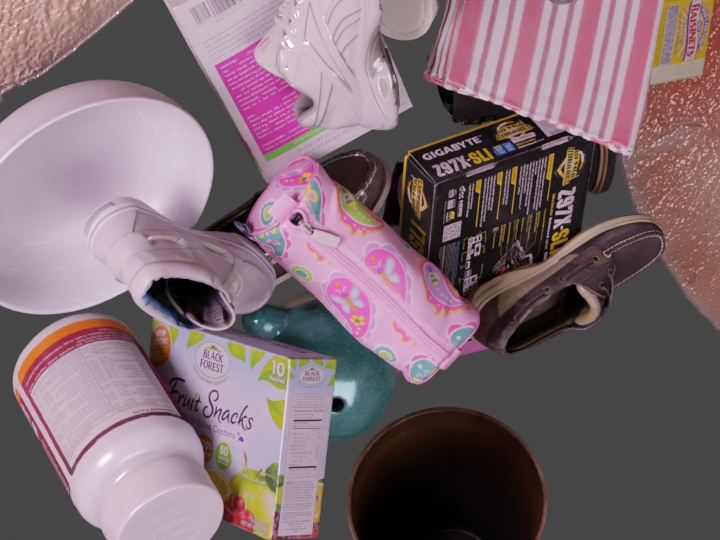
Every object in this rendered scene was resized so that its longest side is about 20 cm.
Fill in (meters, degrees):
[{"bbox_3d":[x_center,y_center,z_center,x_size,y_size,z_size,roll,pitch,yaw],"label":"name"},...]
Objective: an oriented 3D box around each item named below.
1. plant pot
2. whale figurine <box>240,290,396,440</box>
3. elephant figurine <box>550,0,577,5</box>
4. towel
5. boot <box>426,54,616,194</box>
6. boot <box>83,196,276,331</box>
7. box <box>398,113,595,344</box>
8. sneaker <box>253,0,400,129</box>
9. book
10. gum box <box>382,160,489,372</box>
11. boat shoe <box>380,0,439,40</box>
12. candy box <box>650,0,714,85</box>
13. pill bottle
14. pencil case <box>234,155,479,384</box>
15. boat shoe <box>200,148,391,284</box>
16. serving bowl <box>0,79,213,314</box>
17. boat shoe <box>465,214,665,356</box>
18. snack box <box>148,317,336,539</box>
[{"bbox_3d":[0.085,0.257,1.954,0.186,0.187,0.200,-29,155,-11],"label":"plant pot"},{"bbox_3d":[-0.065,0.102,1.721,0.199,0.104,0.160,-20,120,-3],"label":"whale figurine"},{"bbox_3d":[0.150,-0.325,1.452,0.200,0.155,0.142,-48,162,-1],"label":"elephant figurine"},{"bbox_3d":[0.149,-0.187,1.587,0.199,0.030,0.147,17,82,-28],"label":"towel"},{"bbox_3d":[0.133,-0.131,1.691,0.138,0.078,0.201,-24,127,-9],"label":"boot"},{"bbox_3d":[-0.119,0.015,1.514,0.074,0.096,0.200,-50,142,16],"label":"boot"},{"bbox_3d":[0.107,-0.031,1.668,0.159,0.049,0.201,-22,138,-25],"label":"box"},{"bbox_3d":[-0.031,-0.178,1.456,0.099,0.078,0.201,-12,125,-1],"label":"sneaker"},{"bbox_3d":[-0.053,-0.168,1.528,0.133,0.048,0.200,-32,138,-5],"label":"book"},{"bbox_3d":[0.077,-0.016,1.751,0.113,0.066,0.201,-13,134,-29],"label":"gum box"},{"bbox_3d":[0.030,-0.271,1.478,0.060,0.072,0.203,-58,149,-52],"label":"boat shoe"},{"bbox_3d":[0.251,-0.248,1.665,0.102,0.026,0.201,-14,123,-31],"label":"candy box"},{"bbox_3d":[-0.189,0.134,1.590,0.109,0.200,0.110,-20,138,-20],"label":"pill bottle"},{"bbox_3d":[0.000,0.000,1.575,0.087,0.087,0.200,-44,110,8],"label":"pencil case"},{"bbox_3d":[-0.066,-0.035,1.626,0.200,0.072,0.060,-34,144,4],"label":"boat shoe"},{"bbox_3d":[-0.211,-0.064,1.488,0.199,0.066,0.201,-23,141,-20],"label":"serving bowl"},{"bbox_3d":[0.178,0.019,1.684,0.199,0.065,0.073,-27,139,-18],"label":"boat shoe"},{"bbox_3d":[-0.102,0.122,1.612,0.053,0.200,0.143,4,95,-38],"label":"snack box"}]
